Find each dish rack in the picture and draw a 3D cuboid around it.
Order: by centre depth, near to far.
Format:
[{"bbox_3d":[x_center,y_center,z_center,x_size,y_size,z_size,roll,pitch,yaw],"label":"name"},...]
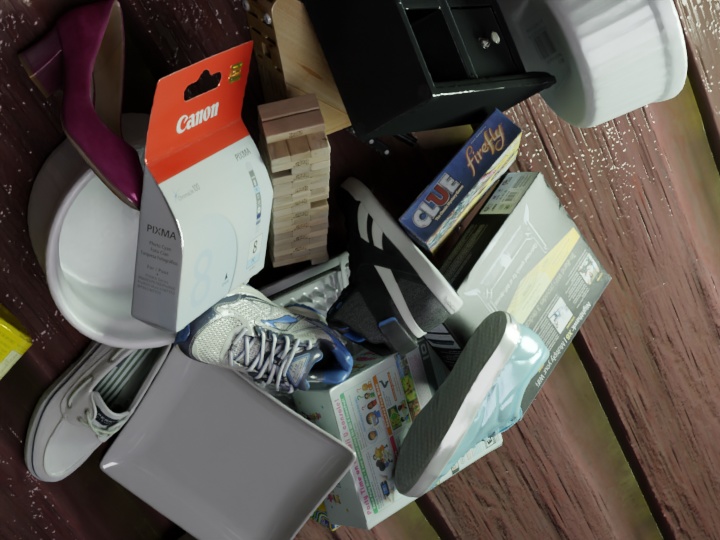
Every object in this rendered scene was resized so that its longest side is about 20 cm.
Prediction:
[{"bbox_3d":[-0.055,0.075,1.464,0.200,0.043,0.172,-25,118,-32],"label":"dish rack"}]

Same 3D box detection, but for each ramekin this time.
[{"bbox_3d":[-0.195,-0.041,1.305,0.200,0.098,0.201,-15,122,-25],"label":"ramekin"},{"bbox_3d":[0.208,-0.232,1.385,0.098,0.201,0.201,-27,127,-8],"label":"ramekin"}]

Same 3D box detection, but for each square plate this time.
[{"bbox_3d":[-0.127,0.177,1.414,0.198,0.028,0.200,36,121,0],"label":"square plate"}]

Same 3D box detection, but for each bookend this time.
[{"bbox_3d":[0.053,-0.230,1.314,0.200,0.092,0.199,-13,79,-51],"label":"bookend"}]

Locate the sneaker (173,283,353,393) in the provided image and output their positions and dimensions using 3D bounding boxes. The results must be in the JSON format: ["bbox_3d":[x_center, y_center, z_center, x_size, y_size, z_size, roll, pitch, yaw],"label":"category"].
[{"bbox_3d":[-0.078,0.066,1.332,0.200,0.085,0.077,7,116,-49],"label":"sneaker"}]

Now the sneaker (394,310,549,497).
[{"bbox_3d":[0.112,0.141,1.405,0.082,0.074,0.200,31,99,-22],"label":"sneaker"}]

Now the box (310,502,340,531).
[{"bbox_3d":[0.016,0.187,1.547,0.200,0.070,0.064,-29,126,-36],"label":"box"}]

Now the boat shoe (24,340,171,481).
[{"bbox_3d":[-0.246,0.120,1.380,0.073,0.067,0.200,24,101,-38],"label":"boat shoe"}]

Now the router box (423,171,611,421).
[{"bbox_3d":[0.153,0.025,1.492,0.200,0.052,0.157,-53,121,-26],"label":"router box"}]

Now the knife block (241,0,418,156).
[{"bbox_3d":[-0.005,-0.195,1.362,0.175,0.064,0.200,-25,125,-20],"label":"knife block"}]

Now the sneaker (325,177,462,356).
[{"bbox_3d":[0.000,0.000,1.389,0.112,0.200,0.073,-40,136,2],"label":"sneaker"}]

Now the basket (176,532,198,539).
[{"bbox_3d":[-0.119,0.363,1.493,0.136,0.200,0.180,-32,142,-2],"label":"basket"}]

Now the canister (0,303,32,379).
[{"bbox_3d":[-0.396,0.092,1.261,0.200,0.087,0.149,-48,130,-2],"label":"canister"}]

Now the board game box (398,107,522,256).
[{"bbox_3d":[0.097,-0.080,1.423,0.035,0.200,0.136,40,90,5],"label":"board game box"}]

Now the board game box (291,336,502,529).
[{"bbox_3d":[0.040,0.146,1.473,0.200,0.064,0.148,-25,106,-39],"label":"board game box"}]

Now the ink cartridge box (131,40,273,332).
[{"bbox_3d":[-0.118,-0.070,1.190,0.160,0.047,0.201,-39,144,-60],"label":"ink cartridge box"}]

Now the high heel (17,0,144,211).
[{"bbox_3d":[-0.196,-0.137,1.194,0.096,0.200,0.067,-35,145,-3],"label":"high heel"}]

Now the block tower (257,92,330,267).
[{"bbox_3d":[-0.061,-0.075,1.343,0.058,0.054,0.200,-13,150,-8],"label":"block tower"}]
